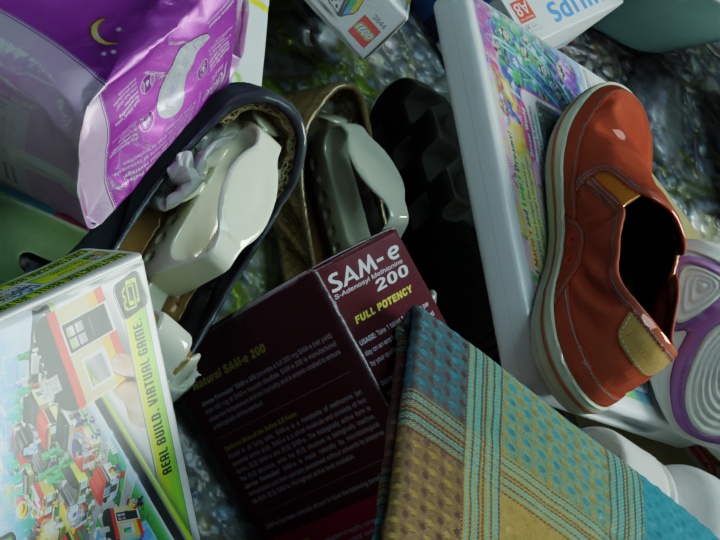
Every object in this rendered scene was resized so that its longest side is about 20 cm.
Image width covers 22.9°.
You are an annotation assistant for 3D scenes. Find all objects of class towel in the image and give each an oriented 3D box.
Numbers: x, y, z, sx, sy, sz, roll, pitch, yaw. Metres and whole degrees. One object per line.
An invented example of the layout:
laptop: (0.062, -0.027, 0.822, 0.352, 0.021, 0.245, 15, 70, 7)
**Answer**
towel: (0.084, 0.116, 0.691, 0.200, 0.022, 0.147, 37, 33, -20)

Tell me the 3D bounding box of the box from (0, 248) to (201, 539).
box: (-0.107, 0.105, 0.634, 0.110, 0.035, 0.201, -28, 114, -46)

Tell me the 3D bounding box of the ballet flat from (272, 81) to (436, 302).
ballet flat: (0.000, 0.000, 0.825, 0.067, 0.072, 0.201, 6, 63, -38)

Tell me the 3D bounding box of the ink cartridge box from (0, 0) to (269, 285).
ink cartridge box: (-0.102, -0.070, 0.784, 0.103, 0.059, 0.201, 25, 52, -30)

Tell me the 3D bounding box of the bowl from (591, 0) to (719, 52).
bowl: (0.180, -0.213, 1.082, 0.200, 0.105, 0.202, 20, 54, -31)

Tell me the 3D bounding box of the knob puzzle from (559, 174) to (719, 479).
knob puzzle: (0.160, 0.065, 0.958, 0.219, 0.030, 0.221, 21, 54, -32)

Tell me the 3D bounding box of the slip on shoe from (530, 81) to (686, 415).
slip on shoe: (0.123, -0.018, 0.824, 0.074, 0.061, 0.201, 48, 34, -27)

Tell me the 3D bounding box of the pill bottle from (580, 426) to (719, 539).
pill bottle: (0.164, 0.163, 0.845, 0.199, 0.113, 0.114, 35, 48, -21)

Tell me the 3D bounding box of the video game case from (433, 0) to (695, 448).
video game case: (0.107, -0.021, 0.885, 0.182, 0.024, 0.201, 21, 54, -52)

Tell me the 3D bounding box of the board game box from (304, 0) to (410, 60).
board game box: (-0.052, -0.197, 0.881, 0.200, 0.035, 0.126, 46, 14, -11)

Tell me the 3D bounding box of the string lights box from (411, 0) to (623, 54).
string lights box: (0.052, -0.210, 1.001, 0.103, 0.059, 0.201, -30, 87, -46)

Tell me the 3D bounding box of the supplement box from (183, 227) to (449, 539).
supplement box: (0.011, 0.096, 0.747, 0.061, 0.109, 0.201, -28, 90, -47)

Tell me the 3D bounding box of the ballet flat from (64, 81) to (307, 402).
ballet flat: (-0.081, 0.006, 0.705, 0.073, 0.073, 0.201, 38, 70, -18)

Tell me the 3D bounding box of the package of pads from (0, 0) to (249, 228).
package of pads: (-0.153, -0.112, 0.696, 0.199, 0.076, 0.121, 29, 54, 12)

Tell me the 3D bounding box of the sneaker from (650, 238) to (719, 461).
sneaker: (0.194, 0.061, 0.902, 0.201, 0.075, 0.100, 58, 13, -25)

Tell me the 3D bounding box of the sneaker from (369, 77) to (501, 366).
sneaker: (0.066, -0.001, 0.882, 0.088, 0.074, 0.201, 10, 61, -35)
